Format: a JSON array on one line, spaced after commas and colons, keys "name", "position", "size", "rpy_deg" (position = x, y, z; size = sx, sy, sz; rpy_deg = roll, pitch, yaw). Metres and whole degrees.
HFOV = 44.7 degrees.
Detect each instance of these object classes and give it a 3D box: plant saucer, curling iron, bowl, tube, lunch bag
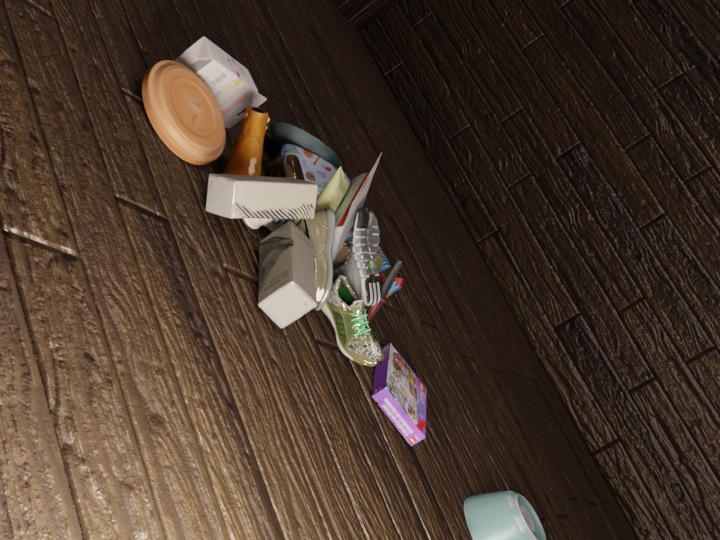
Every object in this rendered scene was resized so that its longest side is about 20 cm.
[{"name": "plant saucer", "position": [-0.314, -0.291, 1.597], "size": [0.200, 0.032, 0.201], "rpy_deg": [38, 41, -42]}, {"name": "curling iron", "position": [0.037, 0.064, 1.798], "size": [0.025, 0.201, 0.050], "rpy_deg": [32, -19, 3]}, {"name": "bowl", "position": [0.311, 0.539, 1.812], "size": [0.201, 0.105, 0.201], "rpy_deg": [50, 18, -23]}, {"name": "tube", "position": [-0.083, -0.110, 1.754], "size": [0.052, 0.201, 0.058], "rpy_deg": [37, -15, -17]}, {"name": "lunch bag", "position": [-0.109, -0.186, 1.935], "size": [0.199, 0.076, 0.161], "rpy_deg": [21, 38, -27]}, {"name": "plant saucer", "position": [-0.134, -0.271, 2.043], "size": [0.200, 0.039, 0.201], "rpy_deg": [28, -13, 7]}]

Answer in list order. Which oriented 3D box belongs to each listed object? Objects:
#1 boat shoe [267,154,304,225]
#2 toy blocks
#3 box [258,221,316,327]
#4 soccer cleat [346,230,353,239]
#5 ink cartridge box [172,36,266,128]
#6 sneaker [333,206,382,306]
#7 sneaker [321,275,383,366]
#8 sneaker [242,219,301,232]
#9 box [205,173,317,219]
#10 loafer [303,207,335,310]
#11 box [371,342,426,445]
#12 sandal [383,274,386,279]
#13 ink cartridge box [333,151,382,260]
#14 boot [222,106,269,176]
[{"name": "boat shoe", "position": [-0.145, -0.137, 1.824], "size": [0.075, 0.074, 0.204], "rpy_deg": [-50, 129, -71]}, {"name": "toy blocks", "position": [0.000, 0.000, 1.867], "size": [0.201, 0.136, 0.100], "rpy_deg": [60, 17, 13]}, {"name": "box", "position": [-0.131, 0.004, 1.553], "size": [0.068, 0.082, 0.200], "rpy_deg": [47, 17, -29]}, {"name": "soccer cleat", "position": [-0.038, -0.060, 2.014], "size": [0.200, 0.070, 0.087], "rpy_deg": [44, 28, -22]}, {"name": "ink cartridge box", "position": [-0.291, -0.373, 1.764], "size": [0.200, 0.116, 0.068], "rpy_deg": [28, 33, -61]}, {"name": "sneaker", "position": [-0.022, -0.025, 1.784], "size": [0.075, 0.115, 0.202], "rpy_deg": [5, 81, -50]}, {"name": "sneaker", "position": [-0.014, 0.095, 1.700], "size": [0.077, 0.089, 0.201], "rpy_deg": [-22, 69, -33]}, {"name": "sneaker", "position": [-0.166, -0.125, 1.695], "size": [0.071, 0.093, 0.200], "rpy_deg": [61, 16, 17]}, {"name": "box", "position": [-0.174, -0.132, 1.567], "size": [0.082, 0.069, 0.199], "rpy_deg": [17, 14, 42]}, {"name": "loafer", "position": [-0.091, -0.023, 1.691], "size": [0.075, 0.069, 0.201], "rpy_deg": [151, -57, -75]}, {"name": "box", "position": [0.082, 0.252, 1.804], "size": [0.137, 0.039, 0.200], "rpy_deg": [52, 17, -14]}, {"name": "sandal", "position": [0.043, 0.040, 1.999], "size": [0.054, 0.082, 0.200], "rpy_deg": [23, 25, -6]}, {"name": "ink cartridge box", "position": [-0.026, -0.137, 1.784], "size": [0.057, 0.200, 0.163], "rpy_deg": [23, 56, 6]}, {"name": "boot", "position": [-0.214, -0.229, 1.654], "size": [0.070, 0.145, 0.201], "rpy_deg": [13, 23, -14]}]
